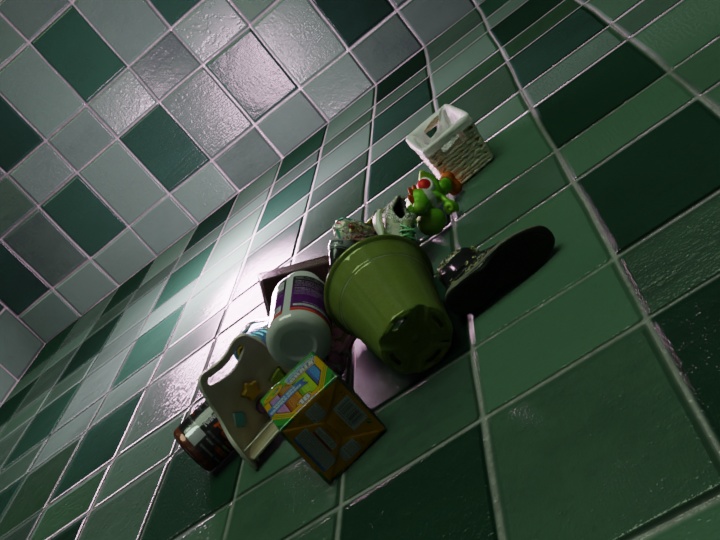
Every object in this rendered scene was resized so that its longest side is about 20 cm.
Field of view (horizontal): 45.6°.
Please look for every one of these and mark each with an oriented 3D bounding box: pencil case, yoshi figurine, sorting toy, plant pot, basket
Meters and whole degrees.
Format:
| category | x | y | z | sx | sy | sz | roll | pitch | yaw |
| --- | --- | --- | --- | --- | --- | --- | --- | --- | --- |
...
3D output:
| category | x | y | z | sx | sy | sz | roll | pitch | yaw |
| --- | --- | --- | --- | --- | --- | --- | --- | --- | --- |
| pencil case | -0.035 | 0.112 | 1.606 | 0.200 | 0.086 | 0.083 | -62 | -15 | -47 |
| yoshi figurine | 0.152 | -0.133 | 1.803 | 0.200 | 0.112 | 0.113 | -48 | -21 | -58 |
| sorting toy | -0.192 | 0.213 | 1.530 | 0.200 | 0.180 | 0.107 | -47 | 20 | -18 |
| plant pot | 0.061 | 0.070 | 1.394 | 0.200 | 0.200 | 0.190 | -40 | 32 | 3 |
| basket | 0.204 | -0.282 | 1.953 | 0.135 | 0.123 | 0.200 | -39 | 19 | 5 |

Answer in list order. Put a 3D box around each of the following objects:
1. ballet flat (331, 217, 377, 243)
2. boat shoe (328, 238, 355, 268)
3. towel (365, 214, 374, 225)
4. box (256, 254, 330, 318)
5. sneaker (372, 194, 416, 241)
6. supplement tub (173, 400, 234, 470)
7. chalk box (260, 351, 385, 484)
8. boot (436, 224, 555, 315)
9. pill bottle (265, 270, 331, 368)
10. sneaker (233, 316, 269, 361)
| category | x | y | z | sx | sy | sz | roll | pitch | yaw |
| --- | --- | --- | --- | --- | --- | --- | --- | --- | --- |
| ballet flat | 0.026 | -0.059 | 1.778 | 0.076 | 0.200 | 0.064 | -36 | 53 | 47 |
| boat shoe | 0.000 | 0.000 | 1.658 | 0.069 | 0.200 | 0.057 | -8 | 65 | 34 |
| towel | 0.019 | -0.070 | 1.849 | 0.200 | 0.086 | 0.018 | -41 | 55 | 54 |
| box | -0.100 | 0.034 | 1.734 | 0.200 | 0.100 | 0.075 | -15 | 15 | -13 |
| sneaker | 0.081 | -0.071 | 1.674 | 0.089 | 0.077 | 0.200 | -60 | 38 | 39 |
| supplement tub | -0.249 | 0.274 | 1.623 | 0.200 | 0.107 | 0.107 | -45 | 19 | -10 |
| chalk box | -0.069 | 0.222 | 1.361 | 0.124 | 0.125 | 0.200 | -43 | 17 | -8 |
| boot | 0.215 | -0.020 | 1.427 | 0.203 | 0.074 | 0.154 | -37 | 16 | 6 |
| pill bottle | -0.106 | 0.080 | 1.519 | 0.112 | 0.112 | 0.200 | -36 | 22 | 16 |
| sneaker | -0.216 | 0.146 | 1.659 | 0.130 | 0.080 | 0.200 | -33 | 2 | -44 |
